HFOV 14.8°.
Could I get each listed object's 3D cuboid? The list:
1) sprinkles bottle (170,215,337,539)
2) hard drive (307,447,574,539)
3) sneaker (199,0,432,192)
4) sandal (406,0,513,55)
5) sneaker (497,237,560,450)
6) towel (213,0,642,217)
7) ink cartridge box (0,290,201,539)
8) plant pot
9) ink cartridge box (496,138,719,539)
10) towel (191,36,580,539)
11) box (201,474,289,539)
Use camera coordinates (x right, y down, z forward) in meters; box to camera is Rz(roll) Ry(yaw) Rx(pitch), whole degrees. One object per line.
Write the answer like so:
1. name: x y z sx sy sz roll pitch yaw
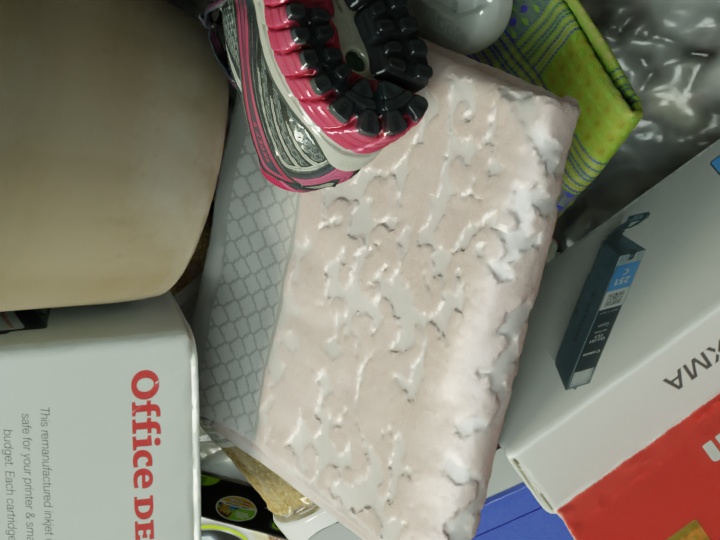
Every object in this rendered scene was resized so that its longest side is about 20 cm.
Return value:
1. sprinkles bottle: -0.057 0.041 1.274 0.068 0.068 0.200 -29 109 29
2. hard drive: 0.081 0.147 1.257 0.132 0.025 0.200 -26 140 18
3. sneaker: -0.039 -0.128 1.112 0.080 0.201 0.075 0 155 -34
4. sandal: 0.037 -0.190 1.118 0.082 0.050 0.204 19 118 45
5. sneaker: 0.054 0.078 1.252 0.081 0.088 0.201 -1 120 17
6. towel: 0.022 -0.053 1.179 0.200 0.023 0.144 -45 66 31
7. ink cartridge box: -0.173 0.085 1.187 0.199 0.083 0.146 -5 113 -13
8. plant pot: -0.154 -0.060 1.137 0.173 0.200 0.200 12 126 -20
9. ink cartridge box: 0.147 0.028 1.101 0.200 0.176 0.045 -36 125 3
10. towel: 0.000 0.000 1.144 0.191 0.032 0.201 28 111 45
11. box: -0.087 0.152 1.370 0.199 0.035 0.111 13 123 8
